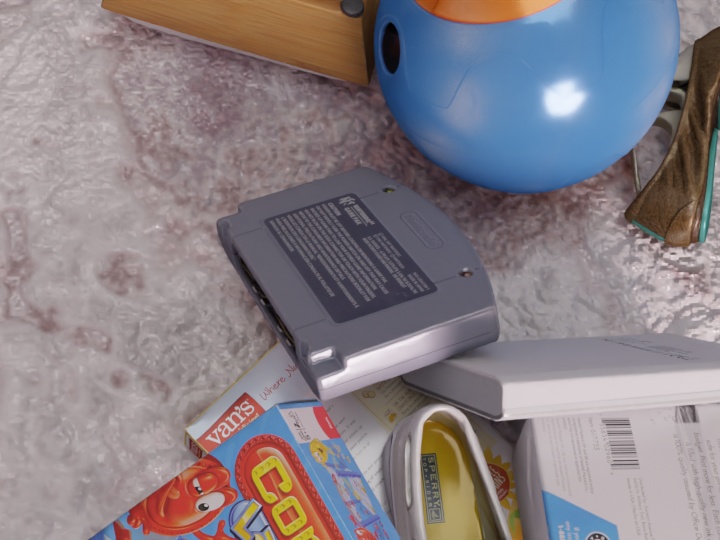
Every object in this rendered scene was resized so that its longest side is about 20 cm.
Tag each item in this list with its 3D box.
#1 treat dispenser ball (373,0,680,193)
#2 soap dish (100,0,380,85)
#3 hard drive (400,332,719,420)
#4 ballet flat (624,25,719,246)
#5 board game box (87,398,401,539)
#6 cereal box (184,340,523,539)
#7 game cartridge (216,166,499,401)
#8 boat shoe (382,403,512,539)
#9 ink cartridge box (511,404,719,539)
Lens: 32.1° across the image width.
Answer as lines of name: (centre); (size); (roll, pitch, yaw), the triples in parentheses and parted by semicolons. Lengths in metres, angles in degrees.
treat dispenser ball: (0.109, -0.151, 0.832); (0.200, 0.201, 0.201); (3, 67, -7)
soap dish: (-0.069, -0.233, 0.905); (0.200, 0.081, 0.158); (16, 66, -3)
hard drive: (0.142, 0.061, 0.766); (0.200, 0.132, 0.026); (-2, 95, -23)
ballet flat: (0.236, -0.109, 0.916); (0.072, 0.068, 0.200); (13, 68, 18)
board game box: (-0.059, 0.206, 0.677); (0.196, 0.056, 0.200); (-37, 73, 17)
cereal box: (0.008, 0.125, 0.786); (0.200, 0.040, 0.144); (44, 68, 11)
game cartridge: (0.000, 0.000, 0.787); (0.133, 0.041, 0.200); (-21, 35, -12)
boat shoe: (0.063, 0.170, 0.706); (0.074, 0.086, 0.202); (-4, 70, -13)
ink cartridge box: (0.197, 0.142, 0.726); (0.199, 0.068, 0.116); (0, 55, -5)
